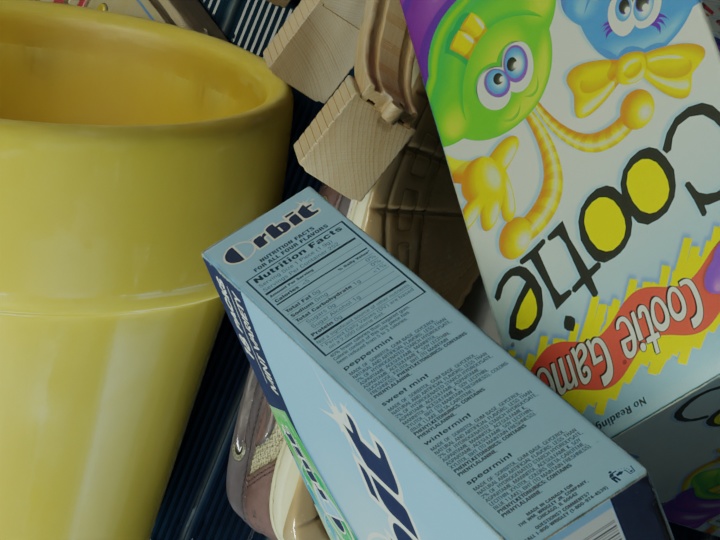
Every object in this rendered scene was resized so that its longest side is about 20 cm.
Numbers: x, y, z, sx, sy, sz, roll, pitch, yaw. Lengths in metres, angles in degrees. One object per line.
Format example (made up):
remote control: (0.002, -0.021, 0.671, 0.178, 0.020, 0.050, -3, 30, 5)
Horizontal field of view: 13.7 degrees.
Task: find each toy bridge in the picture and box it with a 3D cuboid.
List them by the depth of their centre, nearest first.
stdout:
toy bridge: (-0.005, -0.091, 1.033, 0.067, 0.027, 0.200, -52, 23, 15)

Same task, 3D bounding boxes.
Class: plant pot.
plant pot: (-0.131, 0.014, 1.059, 0.201, 0.201, 0.189, 22, 113, 43)

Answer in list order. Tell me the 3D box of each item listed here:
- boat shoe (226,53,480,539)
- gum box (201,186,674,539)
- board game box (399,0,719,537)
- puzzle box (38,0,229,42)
boat shoe: (0.000, 0.000, 1.026, 0.065, 0.072, 0.200, 15, 89, 42)
gum box: (0.039, 0.087, 0.876, 0.045, 0.170, 0.200, -31, 35, -12)
board game box: (0.097, -0.035, 0.929, 0.103, 0.105, 0.200, -34, 56, 29)
puzzle box: (-0.141, -0.101, 1.211, 0.133, 0.025, 0.200, -51, 50, 16)
